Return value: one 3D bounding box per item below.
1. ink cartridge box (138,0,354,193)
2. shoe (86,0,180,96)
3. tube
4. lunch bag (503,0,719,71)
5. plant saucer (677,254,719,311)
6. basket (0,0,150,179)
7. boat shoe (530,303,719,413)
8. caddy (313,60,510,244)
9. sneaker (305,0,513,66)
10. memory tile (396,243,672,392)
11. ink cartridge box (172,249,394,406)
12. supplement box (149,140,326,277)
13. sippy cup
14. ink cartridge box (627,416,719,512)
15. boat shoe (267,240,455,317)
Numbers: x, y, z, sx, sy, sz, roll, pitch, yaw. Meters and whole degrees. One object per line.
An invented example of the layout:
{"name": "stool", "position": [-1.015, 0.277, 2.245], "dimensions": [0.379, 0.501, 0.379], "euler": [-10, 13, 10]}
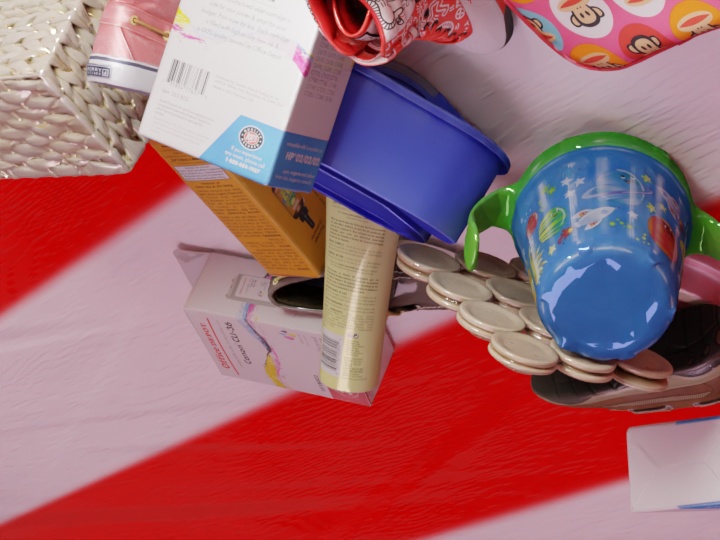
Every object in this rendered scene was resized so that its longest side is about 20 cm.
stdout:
{"name": "ink cartridge box", "position": [-0.062, -0.167, 1.427], "dimensions": [0.115, 0.202, 0.068], "euler": [22, -172, 27]}
{"name": "shoe", "position": [-0.113, -0.166, 1.557], "dimensions": [0.199, 0.092, 0.071], "euler": [11, -179, -44]}
{"name": "tube", "position": [0.000, 0.000, 1.694], "dimensions": [0.058, 0.052, 0.202], "euler": [-4, 115, -18]}
{"name": "lunch bag", "position": [0.151, -0.213, 1.248], "dimensions": [0.176, 0.082, 0.199], "euler": [39, 149, -23]}
{"name": "plant saucer", "position": [0.241, 0.032, 1.623], "dimensions": [0.199, 0.051, 0.201], "euler": [19, 151, 11]}
{"name": "basket", "position": [-0.250, -0.156, 1.624], "dimensions": [0.199, 0.124, 0.136], "euler": [-1, 143, 38]}
{"name": "boat shoe", "position": [0.219, 0.080, 1.593], "dimensions": [0.199, 0.076, 0.074], "euler": [-9, 142, 46]}
{"name": "caddy", "position": [0.014, -0.101, 1.527], "dimensions": [0.199, 0.106, 0.141], "euler": [28, 172, -17]}
{"name": "sneaker", "position": [0.029, -0.170, 1.371], "dimensions": [0.067, 0.109, 0.201], "euler": [6, 155, 34]}
{"name": "memory tile", "position": [0.125, 0.033, 1.523], "dimensions": [0.152, 0.017, 0.200], "euler": [6, -158, -29]}
{"name": "ink cartridge box", "position": [-0.081, 0.050, 1.893], "dimensions": [0.199, 0.068, 0.117], "euler": [10, 148, 26]}
{"name": "supplement box", "position": [-0.093, -0.078, 1.691], "dimensions": [0.068, 0.067, 0.200], "euler": [-3, 140, 42]}
{"name": "sippy cup", "position": [0.172, -0.009, 1.472], "dimensions": [0.177, 0.131, 0.140], "euler": [-24, 116, 18]}
{"name": "ink cartridge box", "position": [0.319, 0.150, 1.628], "dimensions": [0.199, 0.068, 0.115], "euler": [3, 170, -37]}
{"name": "boat shoe", "position": [0.013, 0.013, 1.762], "dimensions": [0.200, 0.061, 0.072], "euler": [7, 147, 31]}
